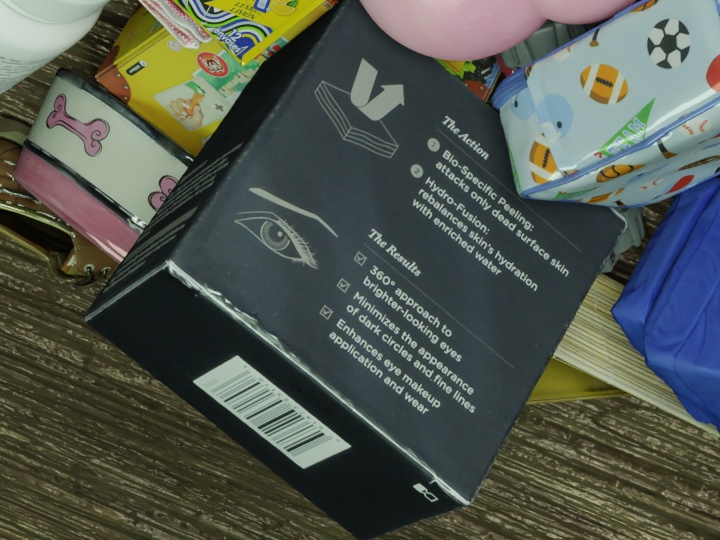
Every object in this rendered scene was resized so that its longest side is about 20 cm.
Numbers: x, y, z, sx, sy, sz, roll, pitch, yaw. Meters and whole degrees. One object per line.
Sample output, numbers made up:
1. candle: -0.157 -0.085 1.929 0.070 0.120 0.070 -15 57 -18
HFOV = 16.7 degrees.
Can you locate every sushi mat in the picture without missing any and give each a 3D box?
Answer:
1. sushi mat: 0.169 0.045 1.434 0.200 0.096 0.012 26 129 -31

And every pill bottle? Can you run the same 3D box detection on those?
1. pill bottle: -0.218 -0.167 1.433 0.113 0.113 0.200 40 145 -20

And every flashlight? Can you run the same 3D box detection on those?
1. flashlight: 0.117 -0.089 1.358 0.068 0.068 0.200 43 166 38

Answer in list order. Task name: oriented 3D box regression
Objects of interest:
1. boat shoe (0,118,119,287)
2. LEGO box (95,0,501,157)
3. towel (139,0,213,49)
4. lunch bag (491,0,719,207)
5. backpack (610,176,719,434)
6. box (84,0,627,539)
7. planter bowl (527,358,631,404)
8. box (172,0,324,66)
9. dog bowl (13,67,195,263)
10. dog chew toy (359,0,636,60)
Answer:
1. boat shoe: -0.185 -0.019 1.657 0.200 0.068 0.072 31 146 -9
2. LEGO box: -0.034 -0.123 1.398 0.149 0.077 0.200 39 145 -19
3. towel: -0.122 -0.211 1.255 0.030 0.200 0.146 -34 120 19
4. lunch bag: 0.172 -0.092 1.226 0.200 0.076 0.160 -24 167 36
5. backpack: 0.253 0.039 1.358 0.168 0.163 0.200 21 163 49
6. box: 0.000 0.000 1.275 0.197 0.200 0.117 40 150 -13
7. planter bowl: 0.077 0.042 1.509 0.200 0.084 0.200 -5 178 0
8. box: -0.071 -0.194 1.210 0.064 0.200 0.070 -36 128 16
9. dog bowl: -0.128 -0.036 1.510 0.200 0.074 0.200 38 175 4
10. dog chew toy: 0.095 -0.172 1.206 0.200 0.125 0.125 -6 136 24
